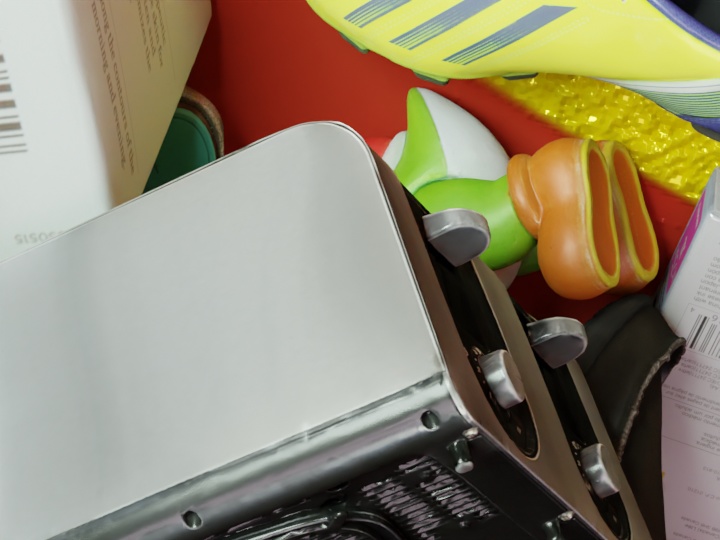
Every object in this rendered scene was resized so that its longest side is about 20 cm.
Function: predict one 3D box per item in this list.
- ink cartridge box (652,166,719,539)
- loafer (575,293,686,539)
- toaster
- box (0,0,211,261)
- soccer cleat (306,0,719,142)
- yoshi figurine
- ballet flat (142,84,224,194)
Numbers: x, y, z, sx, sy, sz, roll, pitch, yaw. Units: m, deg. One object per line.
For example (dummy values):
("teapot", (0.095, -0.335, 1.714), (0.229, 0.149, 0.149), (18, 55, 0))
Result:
("ink cartridge box", (0.152, 0.066, 0.955), (0.119, 0.042, 0.200), (20, 122, -2))
("loafer", (0.079, 0.105, 0.875), (0.071, 0.200, 0.073), (20, 162, 9))
("toaster", (-0.026, 0.065, 0.781), (0.200, 0.119, 0.181), (-24, 147, 16))
("box", (-0.169, -0.123, 0.802), (0.199, 0.172, 0.199), (-2, 124, 12))
("soccer cleat", (0.074, -0.095, 0.823), (0.200, 0.065, 0.084), (16, 150, 15))
("yoshi figurine", (0.004, 0.015, 0.909), (0.199, 0.112, 0.113), (-11, 128, 20))
("ballet flat", (-0.147, -0.026, 0.897), (0.199, 0.067, 0.068), (-15, 119, -11))
